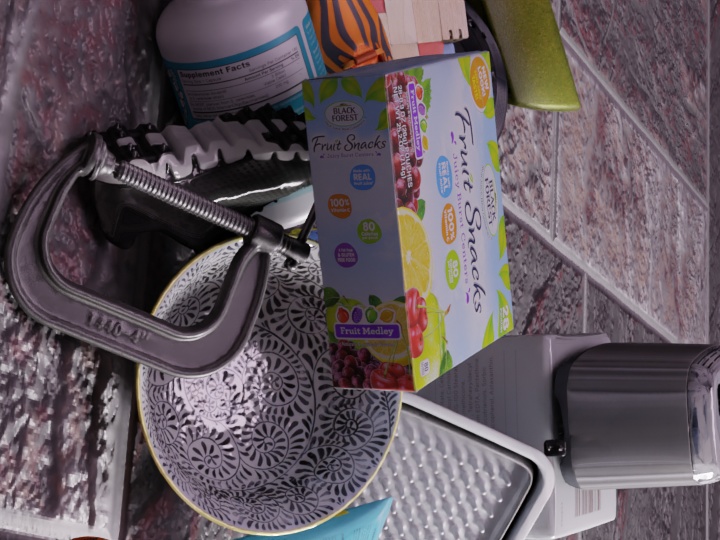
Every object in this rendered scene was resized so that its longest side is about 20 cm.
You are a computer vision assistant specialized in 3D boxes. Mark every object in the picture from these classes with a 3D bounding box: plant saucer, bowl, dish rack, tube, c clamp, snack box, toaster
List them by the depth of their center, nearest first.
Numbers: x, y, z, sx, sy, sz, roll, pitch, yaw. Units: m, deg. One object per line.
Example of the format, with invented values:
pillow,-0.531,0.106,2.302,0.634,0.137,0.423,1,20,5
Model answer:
c clamp,-0.121,-0.023,1.024,0.199,0.027,0.172,18,89,-28
snack box,0.036,-0.038,1.076,0.168,0.067,0.202,-23,111,-61
bowl,-0.078,0.076,1.113,0.199,0.094,0.203,1,87,-29
tube,-0.051,0.213,1.172,0.199,0.050,0.078,-3,120,-47
dish rack,0.040,0.194,1.268,0.201,0.171,0.044,-62,-167,15
toaster,0.238,0.116,1.306,0.200,0.128,0.115,-6,92,-63
plant saucer,0.089,-0.231,1.465,0.048,0.199,0.201,-41,128,-26

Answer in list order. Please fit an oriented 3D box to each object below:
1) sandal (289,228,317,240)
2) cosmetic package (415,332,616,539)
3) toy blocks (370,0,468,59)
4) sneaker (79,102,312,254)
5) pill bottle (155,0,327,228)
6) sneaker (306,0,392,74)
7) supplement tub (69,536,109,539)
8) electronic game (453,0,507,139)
sandal,0.000,0.000,1.293,0.199,0.087,0.080,-19,106,-39
cosmetic package,0.099,0.139,1.390,0.167,0.198,0.168,4,84,-64
toy blocks,0.011,-0.183,1.291,0.199,0.100,0.138,-9,92,-28
sneaker,-0.090,-0.057,1.088,0.067,0.198,0.091,-127,-145,-53
pill bottle,-0.079,-0.137,1.156,0.111,0.110,0.201,-55,135,-52
sneaker,0.021,-0.127,1.200,0.077,0.112,0.201,-28,112,-22
supplement tub,-0.191,0.222,0.862,0.200,0.122,0.124,-29,113,-63
electronic game,0.034,-0.161,1.361,0.198,0.042,0.202,6,74,-21
